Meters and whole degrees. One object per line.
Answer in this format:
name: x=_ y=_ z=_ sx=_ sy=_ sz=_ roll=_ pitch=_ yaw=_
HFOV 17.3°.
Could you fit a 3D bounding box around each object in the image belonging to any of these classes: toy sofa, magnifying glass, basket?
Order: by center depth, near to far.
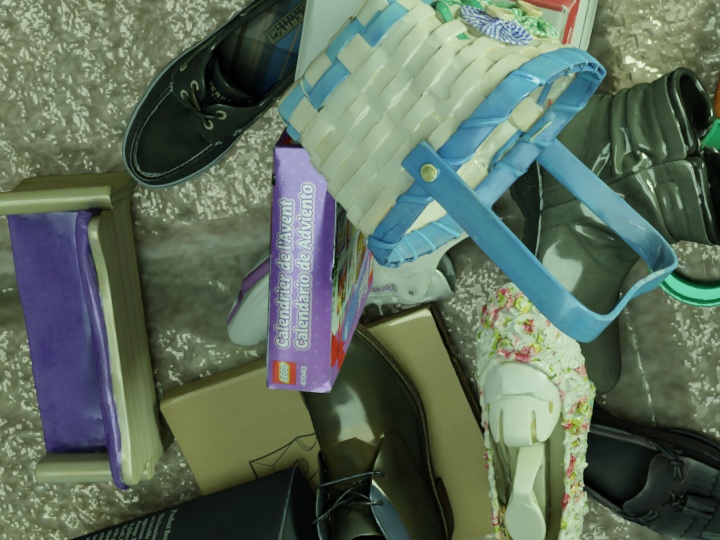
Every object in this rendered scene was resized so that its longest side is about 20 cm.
basket: x=0.068 y=-0.053 z=1.195 sx=0.200 sy=0.176 sz=0.139 roll=48 pitch=111 yaw=5
magnifying glass: x=0.223 y=-0.073 z=1.445 sx=0.079 sy=0.022 sz=0.201 roll=13 pitch=109 yaw=9
toy sofa: x=-0.183 y=0.041 z=1.538 sx=0.082 sy=0.098 sz=0.201 roll=-2 pitch=108 yaw=14

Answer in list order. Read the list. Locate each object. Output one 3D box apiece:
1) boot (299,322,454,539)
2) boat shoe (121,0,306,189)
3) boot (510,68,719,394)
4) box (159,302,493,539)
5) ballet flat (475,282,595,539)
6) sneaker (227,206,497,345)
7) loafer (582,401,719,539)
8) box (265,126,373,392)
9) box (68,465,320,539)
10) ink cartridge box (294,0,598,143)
boot: x=0.004 y=0.123 z=1.483 sx=0.074 sy=0.097 sz=0.201 roll=-19 pitch=112 yaw=19
boat shoe: x=-0.083 y=-0.121 z=1.483 sx=0.200 sy=0.057 sz=0.069 roll=-42 pitch=95 yaw=21
boot: x=0.163 y=-0.018 z=1.428 sx=0.130 sy=0.068 sz=0.201 roll=-2 pitch=106 yaw=34
box: x=-0.013 y=0.122 z=1.555 sx=0.199 sy=0.021 sz=0.164 roll=-18 pitch=110 yaw=19
ballet flat: x=0.105 y=0.105 z=1.436 sx=0.075 sy=0.064 sz=0.201 roll=0 pitch=120 yaw=19
sneaker: x=0.000 y=0.000 z=1.493 sx=0.200 sy=0.075 sz=0.100 roll=-37 pitch=100 yaw=23
loafer: x=0.166 y=0.128 z=1.501 sx=0.199 sy=0.063 sz=0.072 roll=25 pitch=112 yaw=5
box: x=-0.019 y=-0.029 z=1.347 sx=0.039 sy=0.200 sz=0.138 roll=4 pitch=107 yaw=6
box: x=-0.090 y=0.261 z=1.554 sx=0.197 sy=0.124 sz=0.201 roll=-18 pitch=119 yaw=19
ink cartridge box: x=0.059 y=-0.156 z=1.363 sx=0.143 sy=0.200 sz=0.084 roll=14 pitch=114 yaw=8
